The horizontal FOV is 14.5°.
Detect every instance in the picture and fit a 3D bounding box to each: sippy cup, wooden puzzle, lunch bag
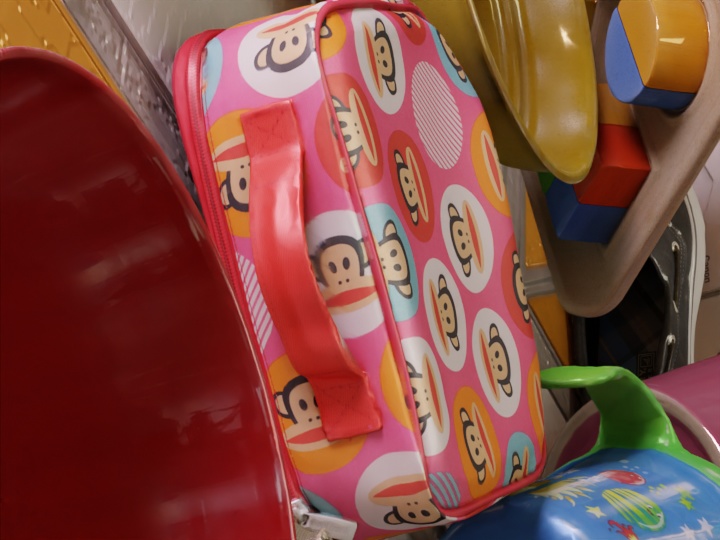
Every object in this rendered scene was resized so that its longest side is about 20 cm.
[{"bbox_3d":[0.090,0.138,1.150,0.130,0.140,0.178,6,48,-60],"label":"sippy cup"},{"bbox_3d":[0.118,-0.108,1.324,0.046,0.200,0.186,9,47,-24],"label":"wooden puzzle"},{"bbox_3d":[0.000,0.000,1.045,0.176,0.082,0.201,-14,90,-71],"label":"lunch bag"}]

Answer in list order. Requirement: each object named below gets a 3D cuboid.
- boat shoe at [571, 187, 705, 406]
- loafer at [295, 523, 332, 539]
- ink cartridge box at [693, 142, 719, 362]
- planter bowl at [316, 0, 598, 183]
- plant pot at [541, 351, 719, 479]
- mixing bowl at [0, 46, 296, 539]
[{"bbox_3d":[0.136,0.007,1.466,0.066,0.070,0.201,49,40,-56],"label":"boat shoe"},{"bbox_3d":[0.013,0.165,0.980,0.075,0.069,0.200,-73,144,-57],"label":"loafer"},{"bbox_3d":[0.202,0.006,1.619,0.200,0.083,0.146,51,31,-50],"label":"ink cartridge box"},{"bbox_3d":[0.032,-0.125,1.224,0.200,0.083,0.201,-15,90,-71],"label":"planter bowl"},{"bbox_3d":[0.188,0.117,1.326,0.179,0.200,0.201,1,74,-42],"label":"plant pot"},{"bbox_3d":[-0.102,0.058,0.670,0.200,0.108,0.201,-15,90,-71],"label":"mixing bowl"}]
